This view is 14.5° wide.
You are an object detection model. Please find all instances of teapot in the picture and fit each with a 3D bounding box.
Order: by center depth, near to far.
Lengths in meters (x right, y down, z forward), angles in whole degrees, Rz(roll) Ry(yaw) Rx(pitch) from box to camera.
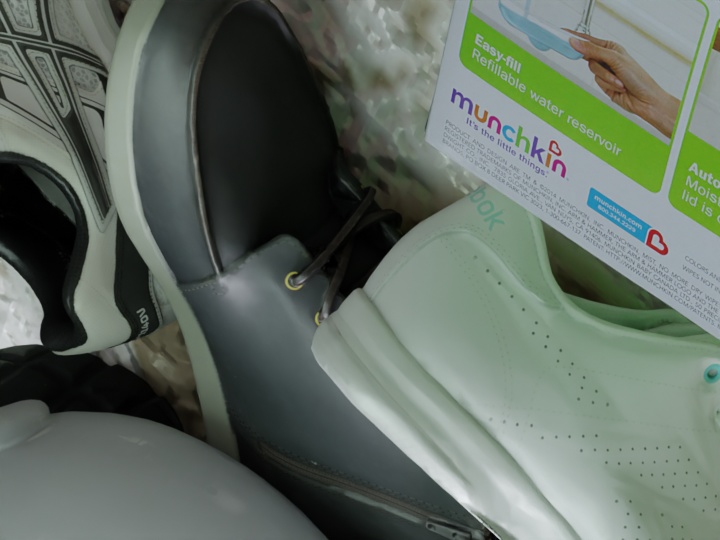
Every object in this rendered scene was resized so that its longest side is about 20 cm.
[{"bbox_3d":[-0.091,0.146,0.847,0.200,0.146,0.198,33,133,13],"label":"teapot"}]

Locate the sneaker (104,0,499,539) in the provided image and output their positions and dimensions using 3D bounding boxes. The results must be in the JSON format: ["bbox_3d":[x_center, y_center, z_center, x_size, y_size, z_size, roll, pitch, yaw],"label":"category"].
[{"bbox_3d":[0.000,0.000,0.816,0.106,0.075,0.201,14,136,34],"label":"sneaker"}]

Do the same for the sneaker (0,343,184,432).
[{"bbox_3d":[-0.068,0.105,0.955,0.200,0.075,0.079,39,142,19],"label":"sneaker"}]

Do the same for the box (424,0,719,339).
[{"bbox_3d":[0.126,-0.061,0.609,0.200,0.097,0.177,35,137,24],"label":"box"}]

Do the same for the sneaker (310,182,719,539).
[{"bbox_3d":[0.085,0.058,0.769,0.200,0.089,0.075,43,-179,-14],"label":"sneaker"}]

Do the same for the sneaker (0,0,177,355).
[{"bbox_3d":[-0.117,-0.061,0.872,0.200,0.088,0.076,48,143,11],"label":"sneaker"}]
